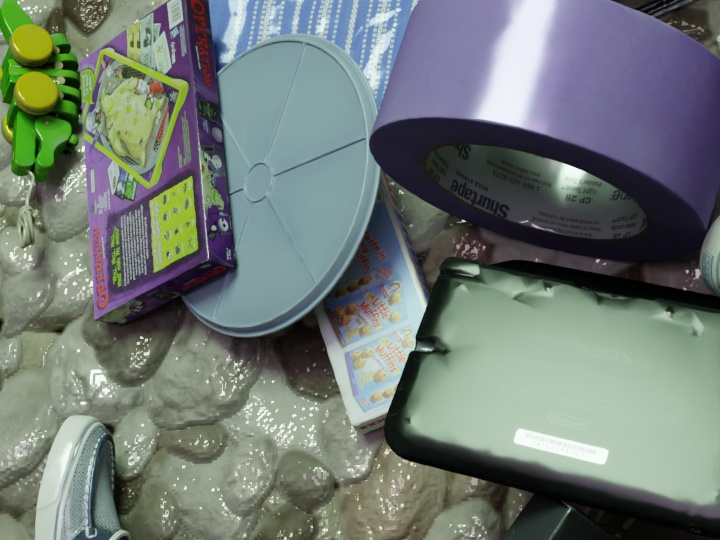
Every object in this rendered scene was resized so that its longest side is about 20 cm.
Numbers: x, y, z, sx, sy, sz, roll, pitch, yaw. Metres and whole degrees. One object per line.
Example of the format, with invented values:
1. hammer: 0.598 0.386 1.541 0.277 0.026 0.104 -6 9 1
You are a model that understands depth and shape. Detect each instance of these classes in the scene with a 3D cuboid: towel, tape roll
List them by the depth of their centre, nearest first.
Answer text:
1. tape roll: 0.111 -0.081 0.895 0.200 0.200 0.085 12 76 22
2. towel: -0.021 -0.171 1.071 0.200 0.024 0.145 3 73 20

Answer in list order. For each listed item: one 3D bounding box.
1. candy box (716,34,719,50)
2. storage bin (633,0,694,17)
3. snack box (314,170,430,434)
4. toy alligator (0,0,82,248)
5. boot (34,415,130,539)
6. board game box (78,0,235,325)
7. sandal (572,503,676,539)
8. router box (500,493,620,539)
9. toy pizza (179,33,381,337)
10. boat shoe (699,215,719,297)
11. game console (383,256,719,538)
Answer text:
1. candy box: 0.292 -0.170 0.900 0.061 0.136 0.200 34 85 27
2. storage bin: 0.148 -0.234 0.936 0.135 0.200 0.094 -23 65 10
3. snack box: 0.000 0.000 1.001 0.072 0.024 0.200 -24 65 10
4. toy alligator: -0.222 -0.106 1.103 0.054 0.059 0.200 0 65 -24
5. boot: -0.152 0.192 0.967 0.090 0.073 0.200 3 80 12
6. board game box: -0.141 -0.076 1.050 0.120 0.032 0.200 -23 64 34
7. sandal: 0.132 0.145 0.885 0.054 0.080 0.200 31 87 47
8. router box: 0.099 0.238 0.821 0.149 0.051 0.200 38 86 -15
9. toy pizza: -0.056 -0.054 1.006 0.200 0.032 0.200 -14 69 40
10. boat shoe: 0.282 -0.040 0.867 0.201 0.070 0.071 -36 38 -17
11. game console: 0.140 0.061 0.864 0.200 0.116 0.176 11 66 24
